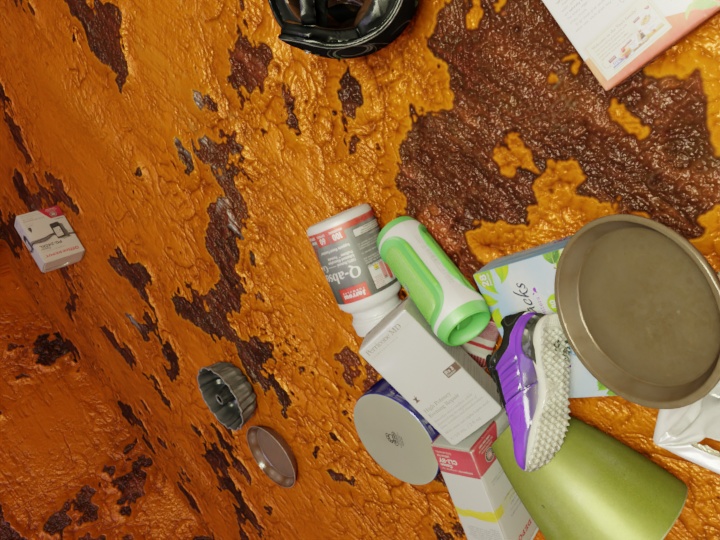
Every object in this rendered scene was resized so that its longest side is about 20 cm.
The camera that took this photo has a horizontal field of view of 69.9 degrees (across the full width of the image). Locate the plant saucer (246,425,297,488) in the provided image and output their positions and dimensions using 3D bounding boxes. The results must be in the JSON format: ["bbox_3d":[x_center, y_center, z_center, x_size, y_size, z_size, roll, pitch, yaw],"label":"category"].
[{"bbox_3d":[-0.243,0.516,1.450,0.200,0.034,0.200,24,128,34],"label":"plant saucer"}]

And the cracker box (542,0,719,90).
[{"bbox_3d":[0.246,-0.299,0.494,0.200,0.058,0.134,56,137,2],"label":"cracker box"}]

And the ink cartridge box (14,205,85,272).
[{"bbox_3d":[-1.104,-0.113,1.838,0.083,0.145,0.200,-37,85,46],"label":"ink cartridge box"}]

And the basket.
[{"bbox_3d":[0.403,0.101,0.522,0.135,0.123,0.200,21,125,35],"label":"basket"}]

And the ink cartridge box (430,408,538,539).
[{"bbox_3d":[0.211,0.324,0.817,0.083,0.145,0.200,-12,103,46],"label":"ink cartridge box"}]

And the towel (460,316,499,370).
[{"bbox_3d":[0.136,0.128,0.836,0.144,0.023,0.200,19,133,13],"label":"towel"}]

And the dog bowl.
[{"bbox_3d":[0.085,0.297,0.974,0.200,0.079,0.200,22,126,34],"label":"dog bowl"}]

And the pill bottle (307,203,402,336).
[{"bbox_3d":[0.000,0.000,0.859,0.116,0.116,0.200,-15,102,47],"label":"pill bottle"}]

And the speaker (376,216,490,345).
[{"bbox_3d":[0.101,0.011,0.749,0.200,0.088,0.089,57,143,36],"label":"speaker"}]

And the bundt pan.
[{"bbox_3d":[-0.362,0.338,1.430,0.202,0.076,0.202,23,128,34],"label":"bundt pan"}]

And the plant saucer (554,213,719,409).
[{"bbox_3d":[0.281,0.040,0.527,0.200,0.029,0.200,167,90,-69],"label":"plant saucer"}]

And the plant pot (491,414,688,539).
[{"bbox_3d":[0.284,0.280,0.700,0.200,0.187,0.187,42,135,24],"label":"plant pot"}]

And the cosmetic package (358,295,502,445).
[{"bbox_3d":[0.104,0.146,0.760,0.200,0.074,0.102,43,109,-3],"label":"cosmetic package"}]

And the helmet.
[{"bbox_3d":[-0.025,-0.355,0.626,0.200,0.191,0.200,0,118,1],"label":"helmet"}]

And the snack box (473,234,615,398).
[{"bbox_3d":[0.267,0.064,0.674,0.169,0.068,0.200,-20,96,48],"label":"snack box"}]

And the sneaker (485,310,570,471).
[{"bbox_3d":[0.207,0.148,0.661,0.099,0.069,0.200,8,95,53],"label":"sneaker"}]
